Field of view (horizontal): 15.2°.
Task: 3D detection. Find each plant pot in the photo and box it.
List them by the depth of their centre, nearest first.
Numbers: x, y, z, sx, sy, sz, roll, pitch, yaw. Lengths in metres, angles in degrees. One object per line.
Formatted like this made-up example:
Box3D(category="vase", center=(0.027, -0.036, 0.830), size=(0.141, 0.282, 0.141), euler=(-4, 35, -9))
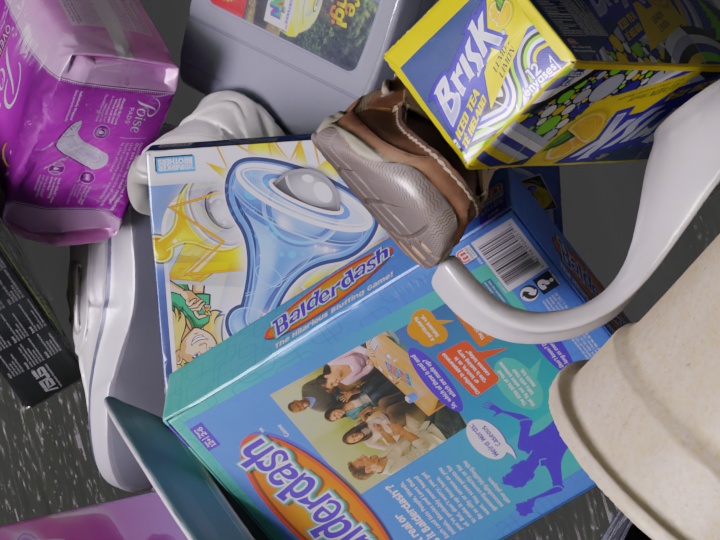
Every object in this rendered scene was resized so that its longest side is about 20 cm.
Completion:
Box3D(category="plant pot", center=(0.212, 0.032, 1.133), size=(0.200, 0.200, 0.184), euler=(42, 110, 25))

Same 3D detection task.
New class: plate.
Box3D(category="plate", center=(-0.058, 0.136, 1.328), size=(0.026, 0.200, 0.200), euler=(-37, 71, -2))

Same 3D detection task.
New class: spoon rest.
Box3D(category="spoon rest", center=(0.129, -0.027, 1.180), size=(0.061, 0.200, 0.099), euler=(57, 169, 8))

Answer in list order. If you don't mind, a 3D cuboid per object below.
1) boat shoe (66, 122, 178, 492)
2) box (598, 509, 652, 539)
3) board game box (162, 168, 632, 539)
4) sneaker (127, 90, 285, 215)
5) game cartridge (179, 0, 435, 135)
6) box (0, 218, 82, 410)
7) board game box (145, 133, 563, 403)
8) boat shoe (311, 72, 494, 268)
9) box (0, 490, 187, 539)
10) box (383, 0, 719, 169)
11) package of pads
Box3D(category="boat shoe", center=(-0.126, 0.018, 1.472), size=(0.065, 0.073, 0.201), euler=(8, 92, 46))
Box3D(category="box", center=(0.121, 0.196, 1.203), size=(0.104, 0.200, 0.182), euler=(34, 121, 4))
Box3D(category="board game box", center=(0.031, 0.063, 1.272), size=(0.200, 0.045, 0.152), euler=(-31, 115, 17))
Box3D(category="sneaker", center=(-0.048, 0.009, 1.366), size=(0.200, 0.099, 0.078), euler=(49, 145, 12))
Box3D(category="game cartridge", center=(-0.019, -0.163, 1.366), size=(0.133, 0.041, 0.201), euler=(26, 114, 29))
Box3D(category="box", center=(-0.227, -0.044, 1.453), size=(0.047, 0.200, 0.194), euler=(-26, 65, -3))
Box3D(category="board game box", center=(0.000, 0.000, 1.309), size=(0.199, 0.034, 0.136), euler=(-4, 98, 2))
Box3D(category="boat shoe", center=(0.026, -0.056, 1.183), size=(0.072, 0.200, 0.076), euler=(-39, 104, 0))
Box3D(category="box", center=(-0.151, 0.218, 1.392), size=(0.097, 0.199, 0.177), euler=(-24, 79, 44))
Box3D(category="box", center=(0.098, -0.091, 1.173), size=(0.070, 0.200, 0.064), euler=(-44, 71, 26))
Box3D(category="package of pads", center=(-0.173, -0.119, 1.436), size=(0.200, 0.075, 0.121), euler=(59, 135, 43))
